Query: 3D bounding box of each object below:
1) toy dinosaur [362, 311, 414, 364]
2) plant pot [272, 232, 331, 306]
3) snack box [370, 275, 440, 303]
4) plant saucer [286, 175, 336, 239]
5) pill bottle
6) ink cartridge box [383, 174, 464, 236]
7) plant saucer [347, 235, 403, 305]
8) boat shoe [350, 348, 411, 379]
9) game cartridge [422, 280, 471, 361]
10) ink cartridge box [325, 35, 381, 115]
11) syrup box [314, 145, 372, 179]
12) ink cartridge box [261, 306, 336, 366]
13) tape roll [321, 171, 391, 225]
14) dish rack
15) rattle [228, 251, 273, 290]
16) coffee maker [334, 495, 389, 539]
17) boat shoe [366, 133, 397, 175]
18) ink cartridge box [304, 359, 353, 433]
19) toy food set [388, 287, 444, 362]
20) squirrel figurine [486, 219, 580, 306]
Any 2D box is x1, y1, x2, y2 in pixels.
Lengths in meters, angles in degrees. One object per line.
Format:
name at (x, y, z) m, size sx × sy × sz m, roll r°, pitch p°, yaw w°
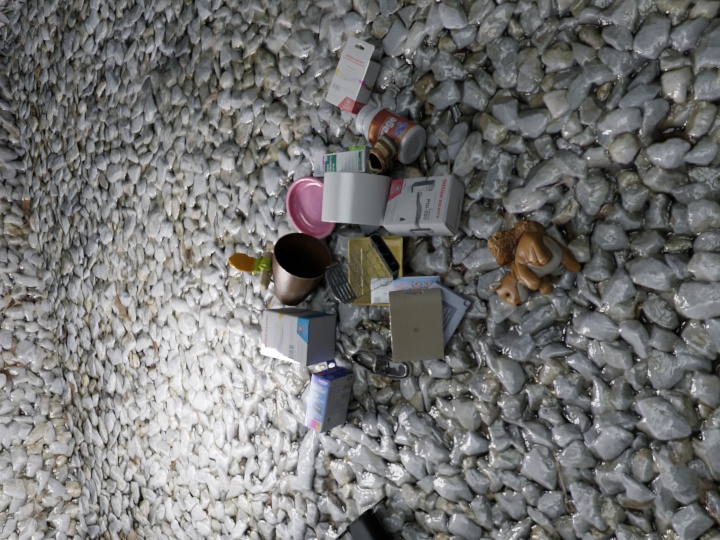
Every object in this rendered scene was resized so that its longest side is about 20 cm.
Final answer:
toy dinosaur at (0.096, 0.181, 1.698) m, size 0.199 × 0.047 × 0.089 m, roll 34°, pitch 125°, yaw 30°
plant pot at (-0.206, 0.016, 1.843) m, size 0.188 × 0.185 × 0.201 m, roll 51°, pitch 141°, yaw 23°
snack box at (0.128, 0.054, 1.632) m, size 0.196 × 0.024 × 0.073 m, roll -2°, pitch 90°, yaw 10°
plant saucer at (-0.146, -0.202, 1.836) m, size 0.198 × 0.051 × 0.204 m, roll 14°, pitch 116°, yaw 29°
pill bottle at (0.082, -0.396, 1.652) m, size 0.199 × 0.111 × 0.114 m, roll 36°, pitch 111°, yaw 29°
ink cartridge box at (0.174, -0.175, 1.585) m, size 0.197 × 0.085 × 0.148 m, roll 2°, pitch 72°, yaw 34°
plant saucer at (0.054, 0.002, 1.722) m, size 0.197 × 0.048 × 0.204 m, roll -1°, pitch 90°, yaw 36°
boat shoe at (0.058, 0.281, 1.715) m, size 0.197 × 0.064 × 0.073 m, roll 14°, pitch 98°, yaw 34°
game cartridge at (0.203, 0.136, 1.597) m, size 0.132 × 0.041 × 0.202 m, roll 32°, pitch 110°, yaw 11°
ink cartridge box at (-0.015, -0.588, 1.746) m, size 0.116 × 0.067 × 0.203 m, roll 34°, pitch 112°, yaw 30°
syrup box at (-0.046, -0.327, 1.766) m, size 0.197 × 0.081 × 0.080 m, roll 1°, pitch 90°, yaw 35°
ink cartridge box at (-0.198, 0.206, 1.850) m, size 0.197 × 0.145 × 0.150 m, roll 8°, pitch 96°, yaw 35°
tape roll at (-0.011, -0.206, 1.671) m, size 0.200 × 0.201 × 0.142 m, roll 8°, pitch 96°, yaw 35°
dish rack at (0.000, 0.000, 1.625) m, size 0.197 × 0.055 × 0.154 m, roll -26°, pitch 53°, yaw -8°
rattle at (-0.342, -0.002, 1.889) m, size 0.140 × 0.200 × 0.133 m, roll -6°, pitch 97°, yaw -3°
coffee maker at (0.047, 0.818, 1.694) m, size 0.201 × 0.134 × 0.193 m, roll 50°, pitch 117°, yaw 23°
boat shoe at (0.048, -0.309, 1.612) m, size 0.076 × 0.200 × 0.074 m, roll 42°, pitch 78°, yaw 7°
ink cartridge box at (-0.093, 0.381, 1.784) m, size 0.075 × 0.136 × 0.204 m, roll 16°, pitch 100°, yaw 31°
toy food set at (0.153, 0.152, 1.574) m, size 0.141 × 0.060 × 0.204 m, roll -4°, pitch 104°, yaw 5°
squirrel figurine at (0.402, -0.017, 1.437) m, size 0.187 × 0.140 × 0.202 m, roll -54°, pitch 48°, yaw 36°
